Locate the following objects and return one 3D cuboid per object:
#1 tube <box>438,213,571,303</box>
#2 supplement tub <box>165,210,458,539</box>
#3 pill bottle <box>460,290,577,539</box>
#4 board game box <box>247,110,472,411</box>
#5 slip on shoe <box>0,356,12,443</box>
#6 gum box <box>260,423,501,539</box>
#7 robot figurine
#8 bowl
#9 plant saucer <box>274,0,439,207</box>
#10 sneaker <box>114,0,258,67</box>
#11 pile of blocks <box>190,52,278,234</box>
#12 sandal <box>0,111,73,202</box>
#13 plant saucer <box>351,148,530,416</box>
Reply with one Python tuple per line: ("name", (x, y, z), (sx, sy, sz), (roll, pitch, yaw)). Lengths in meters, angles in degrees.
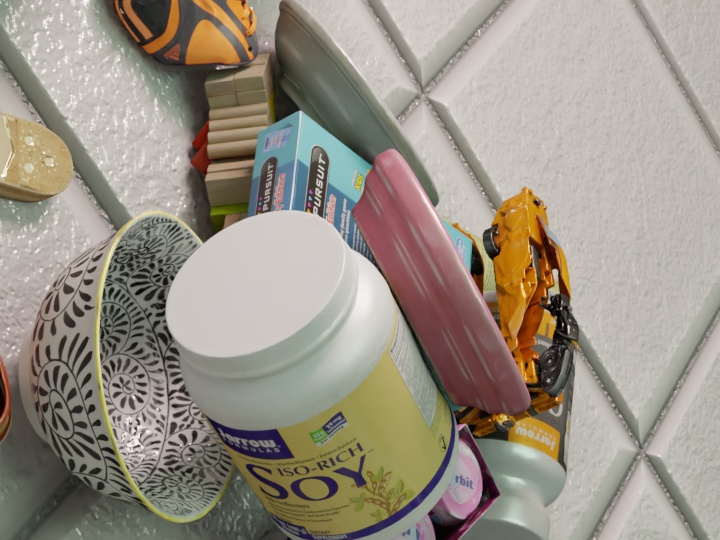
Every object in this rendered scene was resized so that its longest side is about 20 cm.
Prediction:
("tube", (0.096, -0.001, 1.618), (0.200, 0.052, 0.058), (25, 15, -37))
("supplement tub", (-0.030, 0.073, 1.235), (0.200, 0.145, 0.146), (61, 36, -41))
("pill bottle", (0.112, 0.127, 1.525), (0.116, 0.116, 0.201), (33, 51, -36))
("board game box", (0.000, 0.000, 1.386), (0.200, 0.047, 0.151), (35, 46, -36))
("slip on shoe", (-0.264, 0.019, 1.165), (0.074, 0.061, 0.201), (-21, 92, -21))
("gum box", (0.000, 0.195, 1.368), (0.200, 0.113, 0.066), (-38, 104, -49))
("robot figurine", (0.108, 0.039, 1.462), (0.058, 0.145, 0.201), (36, 40, -43))
("bowl", (-0.160, 0.066, 1.234), (0.201, 0.094, 0.202), (-7, 90, -68))
("plant saucer", (-0.016, -0.118, 1.471), (0.050, 0.200, 0.200), (-37, 109, -4))
("sneaker", (-0.090, -0.225, 1.437), (0.200, 0.078, 0.112), (-34, 113, -12))
("pile of blocks", (-0.093, -0.067, 1.421), (0.082, 0.062, 0.201), (66, 21, -63))
("sandal", (-0.259, -0.090, 1.221), (0.211, 0.070, 0.078), (9, 68, -47))
("plant saucer", (0.049, 0.015, 1.292), (0.201, 0.051, 0.201), (61, 0, 0))
